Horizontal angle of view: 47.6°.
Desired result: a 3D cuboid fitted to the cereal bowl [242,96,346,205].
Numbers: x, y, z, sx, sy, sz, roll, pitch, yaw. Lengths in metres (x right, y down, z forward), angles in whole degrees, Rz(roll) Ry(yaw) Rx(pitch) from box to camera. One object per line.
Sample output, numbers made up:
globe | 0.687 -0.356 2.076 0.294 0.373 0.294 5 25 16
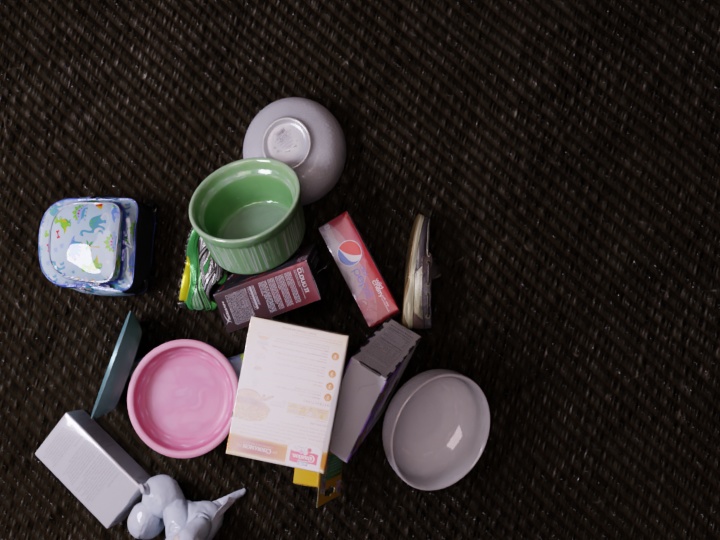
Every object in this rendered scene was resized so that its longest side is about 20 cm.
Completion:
cereal bowl | -0.127 -0.223 1.500 0.194 0.083 0.206 -1 87 10

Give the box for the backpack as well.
backpack | -0.497 -0.049 1.516 0.194 0.147 0.189 1 84 12

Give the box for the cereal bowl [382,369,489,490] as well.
cereal bowl | 0.120 0.261 1.392 0.195 0.083 0.206 -6 105 -23

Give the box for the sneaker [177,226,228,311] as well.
sneaker | -0.280 -0.023 1.514 0.083 0.078 0.205 11 105 0

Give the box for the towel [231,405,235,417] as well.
towel | -0.141 0.176 1.367 0.084 0.200 0.169 23 88 11

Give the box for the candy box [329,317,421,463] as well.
candy box | 0.014 0.194 1.364 0.070 0.200 0.171 29 113 10

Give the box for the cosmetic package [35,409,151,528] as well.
cosmetic package | -0.494 0.366 1.522 0.199 0.071 0.102 42 93 10

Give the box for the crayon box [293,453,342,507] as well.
crayon box | -0.067 0.296 1.427 0.050 0.125 0.206 4 86 17

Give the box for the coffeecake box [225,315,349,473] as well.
coffeecake box | -0.107 0.184 1.228 0.149 0.073 0.206 11 87 1

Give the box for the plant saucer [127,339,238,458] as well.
plant saucer | -0.310 0.225 1.445 0.195 0.051 0.207 1 86 -7

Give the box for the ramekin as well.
ramekin | -0.188 -0.090 1.409 0.194 0.099 0.203 -6 48 7

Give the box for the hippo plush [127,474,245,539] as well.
hippo plush | -0.337 0.440 1.447 0.159 0.159 0.202 34 92 9

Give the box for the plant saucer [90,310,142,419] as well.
plant saucer | -0.436 0.175 1.478 0.035 0.200 0.204 21 90 -15

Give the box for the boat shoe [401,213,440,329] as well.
boat shoe | 0.111 0.004 1.455 0.063 0.073 0.206 7 90 -1

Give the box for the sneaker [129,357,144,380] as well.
sneaker | -0.363 0.253 1.505 0.076 0.081 0.202 -35 83 3

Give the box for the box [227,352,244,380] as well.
box | -0.204 0.213 1.497 0.195 0.048 0.125 -18 83 7

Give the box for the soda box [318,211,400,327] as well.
soda box | 0.000 0.000 1.468 0.062 0.070 0.203 -29 82 4

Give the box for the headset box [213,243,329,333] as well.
headset box | -0.145 0.025 1.445 0.195 0.149 0.077 -20 102 8
